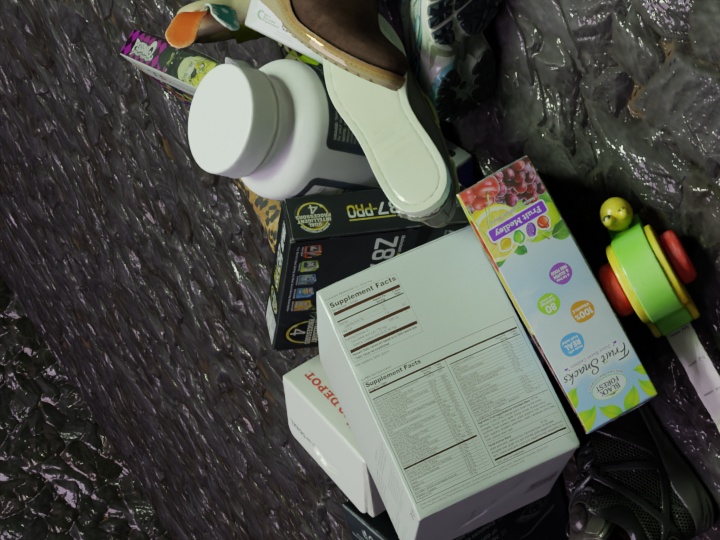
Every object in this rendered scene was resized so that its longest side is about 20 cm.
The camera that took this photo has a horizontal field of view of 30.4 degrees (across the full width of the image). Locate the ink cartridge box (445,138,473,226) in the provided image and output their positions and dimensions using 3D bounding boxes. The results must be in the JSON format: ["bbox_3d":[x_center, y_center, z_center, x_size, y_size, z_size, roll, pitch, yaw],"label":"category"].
[{"bbox_3d":[0.069,-0.041,1.266,0.200,0.043,0.200,41,149,43],"label":"ink cartridge box"}]

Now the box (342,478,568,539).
[{"bbox_3d":[0.108,0.288,1.349,0.117,0.195,0.202,26,138,54],"label":"box"}]

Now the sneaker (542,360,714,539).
[{"bbox_3d":[0.201,0.161,1.131,0.201,0.113,0.076,57,154,16],"label":"sneaker"}]

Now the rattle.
[{"bbox_3d":[-0.132,-0.284,1.254,0.128,0.199,0.145,6,101,28],"label":"rattle"}]

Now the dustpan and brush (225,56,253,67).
[{"bbox_3d":[-0.069,-0.178,1.380,0.200,0.057,0.141,45,152,34],"label":"dustpan and brush"}]

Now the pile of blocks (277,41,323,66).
[{"bbox_3d":[-0.036,-0.243,1.217,0.062,0.082,0.202,32,146,31],"label":"pile of blocks"}]

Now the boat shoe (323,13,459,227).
[{"bbox_3d":[0.025,-0.125,1.085,0.060,0.071,0.204,41,-155,-63],"label":"boat shoe"}]

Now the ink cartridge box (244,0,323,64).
[{"bbox_3d":[-0.031,-0.287,1.132,0.094,0.037,0.202,29,118,21],"label":"ink cartridge box"}]

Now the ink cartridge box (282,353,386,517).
[{"bbox_3d":[0.044,0.124,1.301,0.146,0.198,0.085,40,149,38],"label":"ink cartridge box"}]

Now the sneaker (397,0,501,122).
[{"bbox_3d":[0.061,-0.214,1.060,0.087,0.077,0.202,50,154,32],"label":"sneaker"}]

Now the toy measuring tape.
[{"bbox_3d":[0.230,0.037,0.979,0.202,0.073,0.074,63,156,3],"label":"toy measuring tape"}]

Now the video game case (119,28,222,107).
[{"bbox_3d":[-0.122,-0.157,1.314,0.199,0.036,0.181,36,176,-42],"label":"video game case"}]

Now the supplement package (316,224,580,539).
[{"bbox_3d":[0.067,0.108,1.120,0.192,0.145,0.202,92,154,-70],"label":"supplement package"}]

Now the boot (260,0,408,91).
[{"bbox_3d":[-0.003,-0.256,1.042,0.200,0.072,0.167,42,106,25],"label":"boot"}]

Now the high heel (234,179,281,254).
[{"bbox_3d":[-0.100,-0.063,1.543,0.142,0.071,0.203,-13,88,59],"label":"high heel"}]

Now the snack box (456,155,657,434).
[{"bbox_3d":[0.153,0.016,1.044,0.202,0.067,0.169,62,-173,1],"label":"snack box"}]

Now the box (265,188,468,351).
[{"bbox_3d":[0.000,0.000,1.201,0.201,0.159,0.050,105,153,-57],"label":"box"}]

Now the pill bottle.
[{"bbox_3d":[-0.044,-0.118,1.149,0.119,0.198,0.122,-7,80,46],"label":"pill bottle"}]
